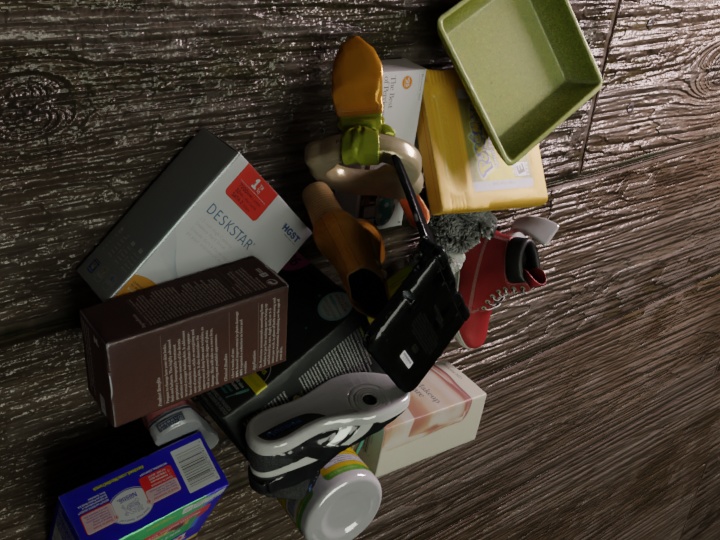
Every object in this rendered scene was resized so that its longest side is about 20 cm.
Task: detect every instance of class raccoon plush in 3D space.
[{"bbox_3d":[0.087,-0.072,1.142,0.134,0.097,0.200,-42,111,4],"label":"raccoon plush"}]

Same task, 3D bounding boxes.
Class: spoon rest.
[{"bbox_3d":[0.232,-0.025,1.265,0.100,0.060,0.200,-50,170,-23],"label":"spoon rest"}]

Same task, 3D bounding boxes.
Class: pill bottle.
[{"bbox_3d":[-0.070,0.242,1.083,0.110,0.200,0.112,-19,128,-26],"label":"pill bottle"}]

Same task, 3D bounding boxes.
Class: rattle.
[{"bbox_3d":[0.021,-0.145,0.978,0.129,0.144,0.199,-27,154,27],"label":"rattle"}]

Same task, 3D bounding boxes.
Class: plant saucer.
[{"bbox_3d":[0.191,-0.265,1.067,0.200,0.048,0.201,-40,111,-23],"label":"plant saucer"}]

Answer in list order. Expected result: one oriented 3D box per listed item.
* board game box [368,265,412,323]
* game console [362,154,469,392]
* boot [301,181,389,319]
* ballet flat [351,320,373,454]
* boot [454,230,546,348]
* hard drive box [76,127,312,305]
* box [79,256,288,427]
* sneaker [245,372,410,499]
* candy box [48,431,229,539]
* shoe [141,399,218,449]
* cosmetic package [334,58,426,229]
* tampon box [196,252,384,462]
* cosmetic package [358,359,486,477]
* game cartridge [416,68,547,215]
[{"bbox_3d":[0.014,0.094,1.146,0.199,0.048,0.102,-35,122,-10],"label":"board game box"},{"bbox_3d":[0.044,0.011,0.914,0.177,0.116,0.200,-52,155,-8],"label":"game console"},{"bbox_3d":[0.000,-0.001,0.973,0.070,0.145,0.201,-30,148,7],"label":"boot"},{"bbox_3d":[0.004,0.137,1.102,0.072,0.072,0.202,13,105,-46],"label":"ballet flat"},{"bbox_3d":[0.196,0.038,1.221,0.072,0.143,0.202,-26,124,-39],"label":"boot"},{"bbox_3d":[-0.173,-0.022,0.918,0.201,0.077,0.156,-50,138,-5],"label":"hard drive box"},{"bbox_3d":[-0.173,0.068,0.865,0.198,0.075,0.101,-19,129,-35],"label":"box"},{"bbox_3d":[-0.039,0.190,0.963,0.198,0.073,0.113,-14,130,-27],"label":"sneaker"},{"bbox_3d":[-0.256,0.280,0.972,0.168,0.078,0.200,-21,160,-32],"label":"candy box"},{"bbox_3d":[-0.220,0.164,1.001,0.071,0.092,0.201,-25,161,-12],"label":"shoe"},{"bbox_3d":[0.022,-0.148,1.033,0.082,0.050,0.202,-15,125,-36],"label":"cosmetic package"},{"bbox_3d":[-0.096,0.104,1.012,0.199,0.150,0.127,-39,137,-17],"label":"tampon box"},{"bbox_3d":[0.073,0.208,1.230,0.198,0.103,0.088,-11,124,-39],"label":"cosmetic package"},{"bbox_3d":[0.153,-0.164,1.089,0.198,0.032,0.179,-8,87,-41],"label":"game cartridge"}]
